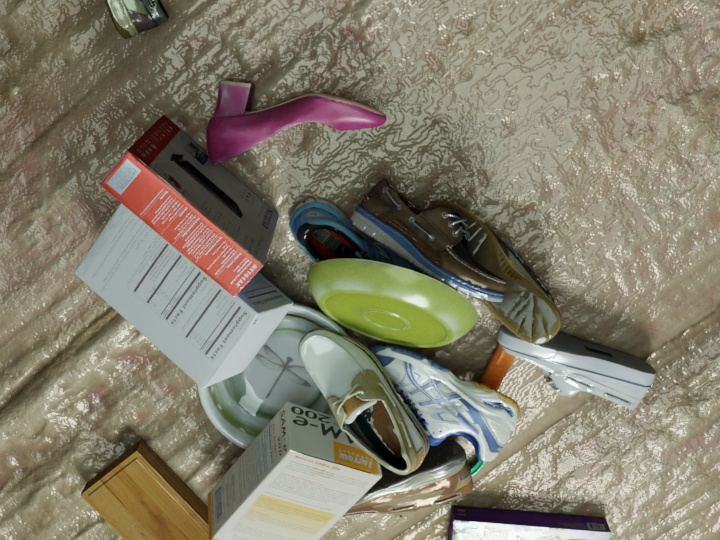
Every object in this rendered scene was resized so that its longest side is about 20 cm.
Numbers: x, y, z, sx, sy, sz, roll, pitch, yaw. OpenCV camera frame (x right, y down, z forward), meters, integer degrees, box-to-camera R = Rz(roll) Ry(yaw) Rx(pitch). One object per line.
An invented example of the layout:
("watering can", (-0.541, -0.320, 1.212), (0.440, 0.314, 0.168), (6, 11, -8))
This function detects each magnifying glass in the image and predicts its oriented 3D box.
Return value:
("magnifying glass", (0.141, 0.172, 1.388), (0.079, 0.022, 0.200), (23, 108, -5))

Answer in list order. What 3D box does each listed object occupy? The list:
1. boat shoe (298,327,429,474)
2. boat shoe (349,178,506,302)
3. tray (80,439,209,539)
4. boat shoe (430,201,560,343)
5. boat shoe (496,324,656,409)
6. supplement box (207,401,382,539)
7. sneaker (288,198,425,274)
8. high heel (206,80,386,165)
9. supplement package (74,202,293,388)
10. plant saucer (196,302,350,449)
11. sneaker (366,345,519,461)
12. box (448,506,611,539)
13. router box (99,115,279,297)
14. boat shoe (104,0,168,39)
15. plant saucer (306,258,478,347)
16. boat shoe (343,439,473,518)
("boat shoe", (0.002, 0.148, 1.291), (0.200, 0.068, 0.075), (46, 106, 2))
("boat shoe", (0.082, -0.036, 1.243), (0.200, 0.072, 0.072), (32, 98, 18))
("tray", (-0.249, 0.320, 1.434), (0.099, 0.037, 0.200), (-38, 104, 12))
("boat shoe", (0.151, 0.003, 1.303), (0.073, 0.065, 0.200), (-42, 82, 13))
("boat shoe", (0.250, 0.119, 1.338), (0.200, 0.074, 0.065), (18, 107, -6))
("supplement box", (-0.082, 0.256, 1.344), (0.126, 0.074, 0.200), (22, 127, -27))
("sneaker", (0.000, 0.000, 1.299), (0.200, 0.090, 0.078), (32, 105, -9))
("high heel", (-0.073, -0.152, 1.259), (0.199, 0.067, 0.096), (9, 96, 4))
("supplement package", (-0.196, 0.020, 1.267), (0.200, 0.114, 0.110), (40, 105, 11))
("plant saucer", (-0.095, 0.126, 1.362), (0.200, 0.050, 0.201), (0, 107, 1))
("sneaker", (0.084, 0.157, 1.331), (0.200, 0.075, 0.088), (24, 80, 8))
("box", (0.208, 0.376, 1.439), (0.199, 0.039, 0.137), (5, 107, 0))
("router box", (-0.178, -0.075, 1.224), (0.179, 0.200, 0.049), (41, 104, -12))
("boat shoe", (-0.260, -0.354, 1.211), (0.065, 0.073, 0.200), (-17, 110, -5))
("plant saucer", (0.032, 0.044, 1.267), (0.200, 0.200, 0.031), (18, 70, -4))
("boat shoe", (0.045, 0.273, 1.386), (0.200, 0.076, 0.072), (-19, 114, 22))
